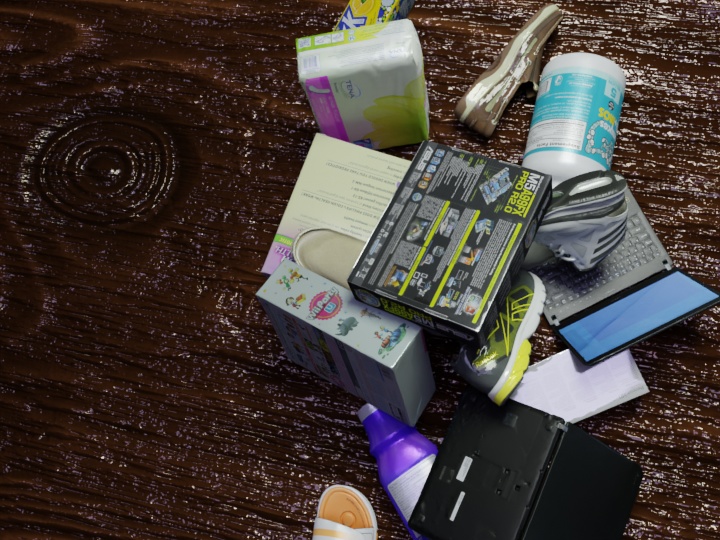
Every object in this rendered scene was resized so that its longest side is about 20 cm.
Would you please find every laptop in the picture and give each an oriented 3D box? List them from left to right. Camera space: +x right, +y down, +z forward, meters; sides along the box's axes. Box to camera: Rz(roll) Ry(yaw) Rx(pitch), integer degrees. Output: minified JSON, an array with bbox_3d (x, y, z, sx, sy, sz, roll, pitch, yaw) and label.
[{"bbox_3d":[0.185,0.255,0.831,0.198,0.103,0.179,15,71,37],"label":"laptop"},{"bbox_3d":[0.299,-0.004,0.897,0.175,0.103,0.203,-25,71,3],"label":"laptop"}]

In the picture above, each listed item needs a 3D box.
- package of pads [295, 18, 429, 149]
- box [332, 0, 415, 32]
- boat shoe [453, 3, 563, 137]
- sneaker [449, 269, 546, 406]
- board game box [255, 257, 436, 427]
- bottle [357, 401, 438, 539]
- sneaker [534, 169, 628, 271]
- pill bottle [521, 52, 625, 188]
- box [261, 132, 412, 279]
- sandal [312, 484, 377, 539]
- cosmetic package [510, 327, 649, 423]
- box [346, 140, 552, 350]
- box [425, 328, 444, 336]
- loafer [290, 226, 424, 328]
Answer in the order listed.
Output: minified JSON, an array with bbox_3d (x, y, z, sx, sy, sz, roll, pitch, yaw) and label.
[{"bbox_3d":[0.012,-0.231,0.966,0.151,0.200,0.070,-8,68,8],"label":"package of pads"},{"bbox_3d":[0.004,-0.337,1.069,0.069,0.064,0.202,25,80,16],"label":"box"},{"bbox_3d":[0.217,-0.267,1.011,0.075,0.075,0.203,41,91,5],"label":"boat shoe"},{"bbox_3d":[0.160,0.058,0.861,0.084,0.075,0.201,28,42,-3],"label":"sneaker"},{"bbox_3d":[-0.015,0.086,0.872,0.198,0.149,0.065,24,62,28],"label":"board game box"},{"bbox_3d":[0.065,0.247,0.893,0.083,0.065,0.202,-32,71,-3],"label":"bottle"},{"bbox_3d":[0.218,-0.037,0.874,0.197,0.117,0.076,-11,34,15],"label":"sneaker"},{"bbox_3d":[0.268,-0.163,0.944,0.109,0.111,0.204,12,78,14],"label":"pill bottle"},{"bbox_3d":[-0.007,-0.051,0.975,0.173,0.097,0.203,18,78,15],"label":"box"},{"bbox_3d":[-0.024,0.366,0.881,0.077,0.059,0.211,0,75,11],"label":"sandal"},{"bbox_3d":[0.235,0.149,0.894,0.197,0.051,0.084,-23,74,4],"label":"cosmetic package"},{"bbox_3d":[0.099,-0.035,0.802,0.158,0.044,0.202,19,67,24],"label":"box"},{"bbox_3d":[0.134,-0.018,0.943,0.081,0.068,0.204,6,74,34],"label":"box"},{"bbox_3d":[0.000,0.000,0.872,0.198,0.068,0.077,27,81,17],"label":"loafer"}]
